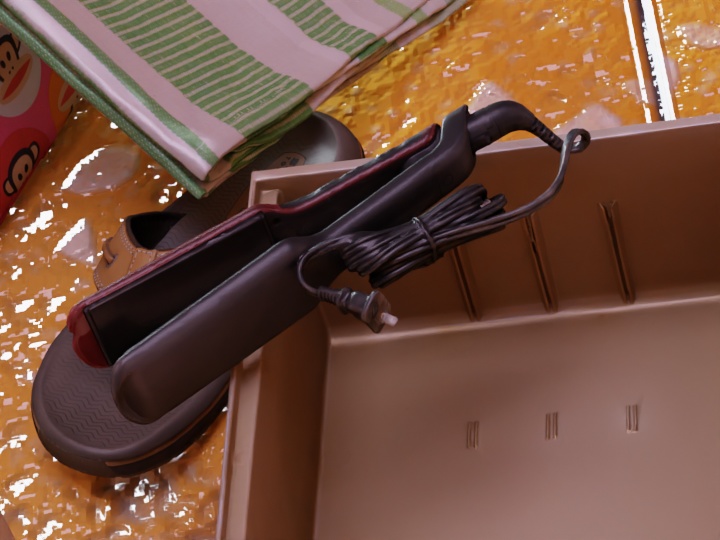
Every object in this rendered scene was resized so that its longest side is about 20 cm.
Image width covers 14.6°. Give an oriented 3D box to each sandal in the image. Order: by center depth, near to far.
[{"bbox_3d":[-0.066,-0.002,1.120,0.082,0.055,0.200,20,56,32],"label":"sandal"}]

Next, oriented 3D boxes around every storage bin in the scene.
[{"bbox_3d":[0.060,0.054,1.000,0.199,0.094,0.199,-6,46,11],"label":"storage bin"}]

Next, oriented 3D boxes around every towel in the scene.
[{"bbox_3d":[-0.057,-0.126,1.184,0.152,0.023,0.200,40,48,11],"label":"towel"}]

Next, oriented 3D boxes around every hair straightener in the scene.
[{"bbox_3d":[0.000,0.000,0.986,0.200,0.041,0.077,-26,45,-14],"label":"hair straightener"}]

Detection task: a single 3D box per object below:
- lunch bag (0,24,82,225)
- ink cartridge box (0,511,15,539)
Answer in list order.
[{"bbox_3d":[-0.185,-0.112,1.176,0.082,0.176,0.200,10,51,25],"label":"lunch bag"},{"bbox_3d":[-0.166,0.120,0.932,0.116,0.200,0.068,-31,46,-12],"label":"ink cartridge box"}]
